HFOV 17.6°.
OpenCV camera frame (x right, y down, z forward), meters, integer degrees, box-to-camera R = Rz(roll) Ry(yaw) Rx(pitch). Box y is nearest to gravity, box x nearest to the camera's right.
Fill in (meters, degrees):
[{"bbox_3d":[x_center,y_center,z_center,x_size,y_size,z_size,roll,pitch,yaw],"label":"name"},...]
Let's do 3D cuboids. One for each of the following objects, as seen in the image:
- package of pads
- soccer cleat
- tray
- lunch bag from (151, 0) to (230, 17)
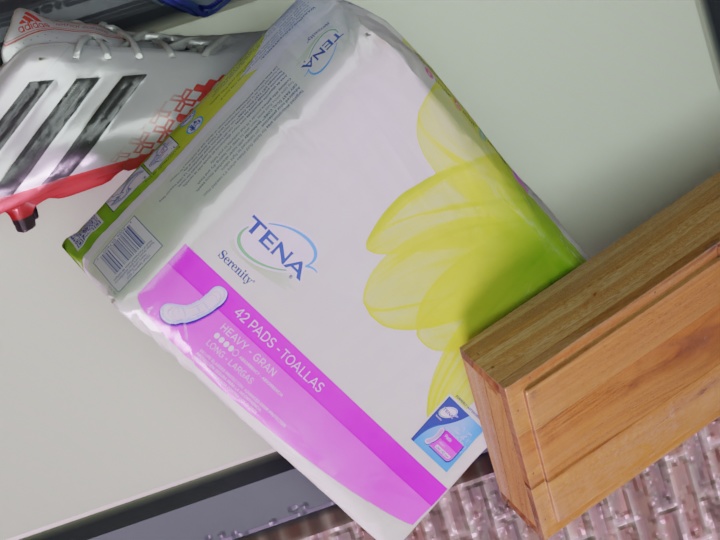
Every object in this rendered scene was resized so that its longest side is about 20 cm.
[{"bbox_3d":[0.000,0.000,0.952,0.155,0.068,0.200,-47,127,-1],"label":"package of pads"},{"bbox_3d":[-0.106,-0.076,0.961,0.199,0.069,0.086,-21,104,-2],"label":"soccer cleat"},{"bbox_3d":[0.140,0.021,0.986,0.199,0.037,0.099,-34,136,-16],"label":"tray"},{"bbox_3d":[-0.045,-0.201,0.908,0.082,0.161,0.201,35,90,10],"label":"lunch bag"}]
